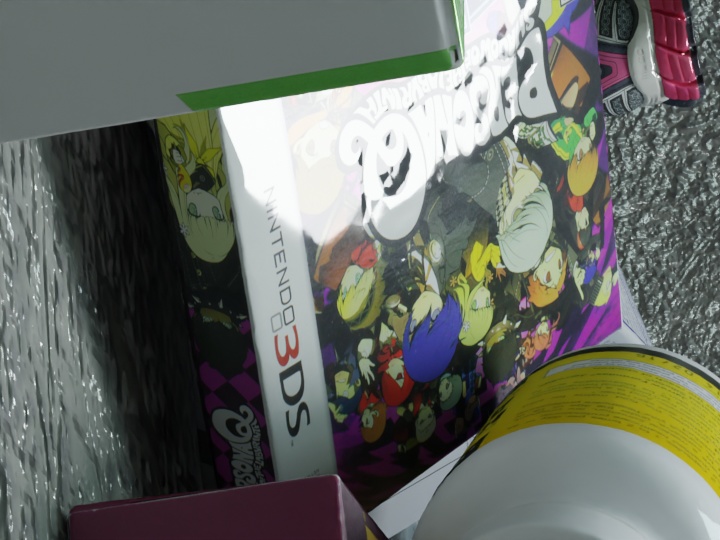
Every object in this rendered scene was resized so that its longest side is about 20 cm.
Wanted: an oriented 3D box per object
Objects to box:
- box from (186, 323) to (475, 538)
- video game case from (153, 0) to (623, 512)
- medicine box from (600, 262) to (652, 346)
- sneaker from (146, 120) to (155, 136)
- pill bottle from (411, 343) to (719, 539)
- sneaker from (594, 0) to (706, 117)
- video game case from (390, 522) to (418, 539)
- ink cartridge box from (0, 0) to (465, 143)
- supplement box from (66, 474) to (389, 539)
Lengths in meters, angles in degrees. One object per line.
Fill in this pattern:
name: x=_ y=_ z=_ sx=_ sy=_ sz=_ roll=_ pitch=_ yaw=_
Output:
box: x=0.000 y=0.000 z=0.941 sx=0.156 sy=0.041 sz=0.200 roll=-25 pitch=118 yaw=-45
video game case: x=0.017 y=-0.020 z=0.895 sx=0.200 sy=0.036 sz=0.182 roll=-32 pitch=125 yaw=-41
medicine box: x=0.034 y=-0.038 z=1.143 sx=0.200 sy=0.103 sz=0.182 roll=39 pitch=28 yaw=-61
sneaker: x=-0.052 y=-0.069 z=0.964 sx=0.077 sy=0.076 sz=0.200 roll=-63 pitch=151 yaw=-28
pill bottle: x=0.076 y=0.095 z=0.834 sx=0.200 sy=0.111 sz=0.112 roll=-39 pitch=120 yaw=-74
sneaker: x=0.097 y=-0.117 z=1.165 sx=0.200 sy=0.074 sz=0.081 roll=-118 pitch=-164 yaw=-76
video game case: x=0.035 y=0.177 z=1.154 sx=0.200 sy=0.024 sz=0.182 roll=66 pitch=14 yaw=-57
ink cartridge box: x=-0.045 y=-0.126 z=0.754 sx=0.200 sy=0.145 sz=0.084 roll=-85 pitch=164 yaw=-60
supplement box: x=-0.023 y=0.145 z=0.816 sx=0.200 sy=0.085 sz=0.111 roll=60 pitch=23 yaw=-69
